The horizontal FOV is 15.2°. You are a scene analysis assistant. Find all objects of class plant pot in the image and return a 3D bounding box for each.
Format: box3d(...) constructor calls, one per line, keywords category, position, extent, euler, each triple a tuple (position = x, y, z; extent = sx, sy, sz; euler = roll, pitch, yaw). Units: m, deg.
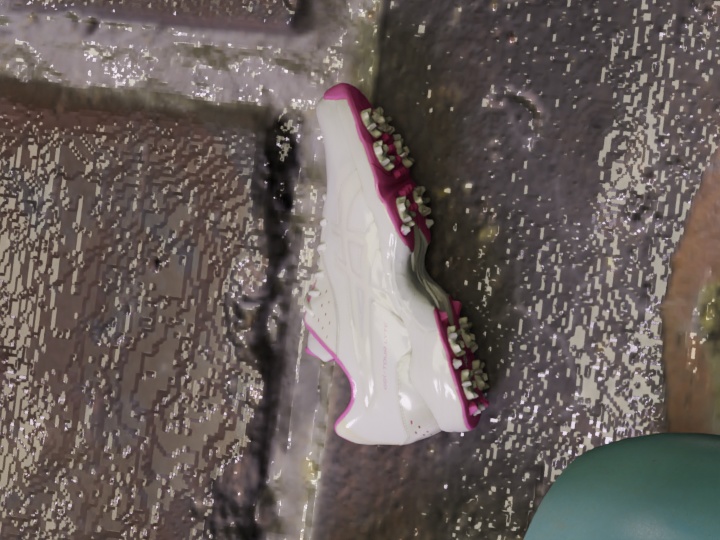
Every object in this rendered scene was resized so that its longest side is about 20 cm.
box3d(category="plant pot", position=(0.169, 0.172, 1.349), extent=(0.160, 0.200, 0.201), euler=(19, 92, 29))

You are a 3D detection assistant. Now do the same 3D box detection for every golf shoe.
box3d(category="golf shoe", position=(0.000, 0.000, 1.461), extent=(0.091, 0.075, 0.201), euler=(-20, 81, 16))
